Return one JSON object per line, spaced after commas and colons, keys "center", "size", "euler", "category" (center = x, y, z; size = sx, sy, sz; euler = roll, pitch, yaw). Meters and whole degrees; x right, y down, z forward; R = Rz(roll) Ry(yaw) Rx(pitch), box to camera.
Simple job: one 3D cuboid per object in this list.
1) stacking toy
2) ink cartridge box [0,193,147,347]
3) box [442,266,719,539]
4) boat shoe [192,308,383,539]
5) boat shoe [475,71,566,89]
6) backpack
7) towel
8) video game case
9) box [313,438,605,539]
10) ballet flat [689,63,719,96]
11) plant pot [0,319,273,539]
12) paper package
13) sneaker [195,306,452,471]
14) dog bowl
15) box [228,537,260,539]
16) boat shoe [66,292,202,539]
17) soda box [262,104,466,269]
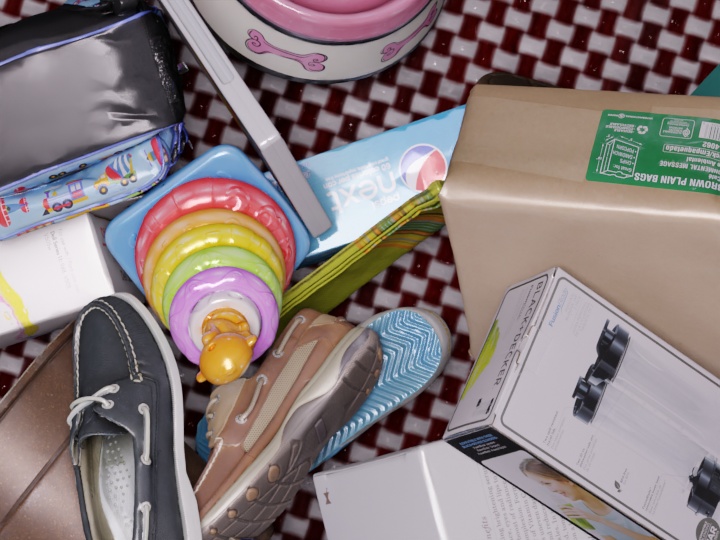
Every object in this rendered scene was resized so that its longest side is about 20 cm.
{"center": [-0.088, 0.018, 1.361], "size": [0.116, 0.200, 0.110], "euler": [-35, 115, 8], "category": "stacking toy"}
{"center": [-0.223, 0.009, 1.499], "size": [0.199, 0.117, 0.068], "euler": [-18, 87, 4], "category": "ink cartridge box"}
{"center": [0.161, 0.101, 1.329], "size": [0.199, 0.060, 0.117], "euler": [33, 65, -18], "category": "box"}
{"center": [-0.066, 0.106, 1.406], "size": [0.072, 0.076, 0.200], "euler": [31, 63, 21], "category": "boat shoe"}
{"center": [0.165, -0.069, 1.445], "size": [0.199, 0.072, 0.077], "euler": [20, 117, 10], "category": "boat shoe"}
{"center": [-0.205, -0.114, 1.476], "size": [0.181, 0.200, 0.135], "euler": [-19, 100, 1], "category": "backpack"}
{"center": [0.000, 0.000, 1.463], "size": [0.200, 0.086, 0.018], "euler": [-36, 74, 24], "category": "towel"}
{"center": [-0.090, -0.127, 1.437], "size": [0.017, 0.143, 0.200], "euler": [-33, 64, -2], "category": "video game case"}
{"center": [0.096, 0.154, 1.405], "size": [0.199, 0.152, 0.107], "euler": [-12, 85, -30], "category": "box"}
{"center": [0.236, -0.079, 1.498], "size": [0.200, 0.074, 0.074], "euler": [-44, 84, 3], "category": "ballet flat"}
{"center": [-0.178, 0.172, 1.456], "size": [0.198, 0.200, 0.201], "euler": [38, 90, -1], "category": "plant pot"}
{"center": [0.162, -0.021, 1.366], "size": [0.199, 0.191, 0.104], "euler": [6, 56, 16], "category": "paper package"}
{"center": [-0.022, 0.091, 1.499], "size": [0.199, 0.081, 0.077], "euler": [-28, 86, 15], "category": "sneaker"}
{"center": [-0.025, -0.234, 1.486], "size": [0.199, 0.074, 0.202], "euler": [4, 74, -13], "category": "dog bowl"}
{"center": [-0.053, 0.241, 1.436], "size": [0.032, 0.200, 0.122], "euler": [28, 95, 29], "category": "box"}
{"center": [-0.149, 0.106, 1.343], "size": [0.075, 0.060, 0.201], "euler": [-33, 65, 34], "category": "boat shoe"}
{"center": [0.011, -0.056, 1.509], "size": [0.199, 0.064, 0.068], "euler": [-19, 85, 4], "category": "soda box"}
